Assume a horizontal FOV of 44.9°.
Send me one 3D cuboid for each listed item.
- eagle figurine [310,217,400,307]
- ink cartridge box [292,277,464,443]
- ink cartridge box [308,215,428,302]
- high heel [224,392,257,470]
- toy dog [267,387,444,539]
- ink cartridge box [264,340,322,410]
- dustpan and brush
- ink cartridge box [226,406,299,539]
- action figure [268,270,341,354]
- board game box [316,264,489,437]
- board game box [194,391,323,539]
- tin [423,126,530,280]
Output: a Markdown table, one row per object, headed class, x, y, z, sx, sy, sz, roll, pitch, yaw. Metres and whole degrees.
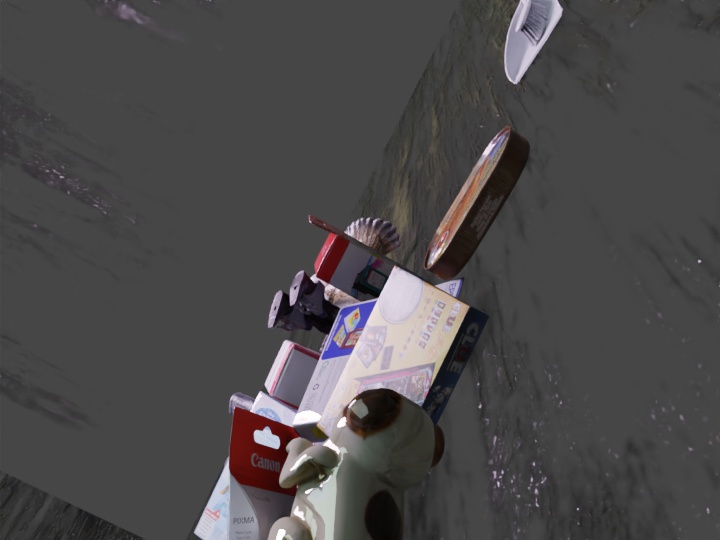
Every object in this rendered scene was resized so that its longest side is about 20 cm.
| class | x | y | z | sx | sy | sz | roll | pitch | yaw |
| --- | --- | --- | --- | --- | --- | --- | --- | --- | --- |
| eagle figurine | -0.003 | 0.017 | 1.536 | 0.151 | 0.151 | 0.201 | -44 | -9 | -28 |
| ink cartridge box | 0.030 | 0.110 | 1.061 | 0.196 | 0.047 | 0.200 | -13 | 37 | 34 |
| ink cartridge box | 0.000 | 0.000 | 1.233 | 0.068 | 0.197 | 0.116 | -60 | 7 | 5 |
| high heel | -0.127 | 0.284 | 1.238 | 0.071 | 0.140 | 0.205 | -20 | -66 | -45 |
| toy dog | -0.005 | 0.205 | 0.803 | 0.193 | 0.138 | 0.203 | -5 | 57 | 62 |
| ink cartridge box | -0.061 | 0.172 | 1.306 | 0.086 | 0.142 | 0.200 | -66 | 7 | -6 |
| dustpan and brush | 0.253 | -0.393 | 1.307 | 0.140 | 0.056 | 0.202 | -58 | 9 | 44 |
| ink cartridge box | -0.088 | 0.264 | 0.961 | 0.160 | 0.046 | 0.205 | 39 | -133 | -60 |
| action figure | -0.031 | 0.080 | 1.243 | 0.129 | 0.198 | 0.071 | -32 | 42 | 42 |
| board game box | 0.041 | 0.111 | 0.932 | 0.135 | 0.034 | 0.203 | 30 | 94 | 51 |
| board game box | -0.096 | 0.284 | 1.092 | 0.198 | 0.041 | 0.203 | 21 | 83 | 39 |
| tin | 0.143 | -0.080 | 1.075 | 0.203 | 0.041 | 0.112 | -59 | 4 | 10 |
